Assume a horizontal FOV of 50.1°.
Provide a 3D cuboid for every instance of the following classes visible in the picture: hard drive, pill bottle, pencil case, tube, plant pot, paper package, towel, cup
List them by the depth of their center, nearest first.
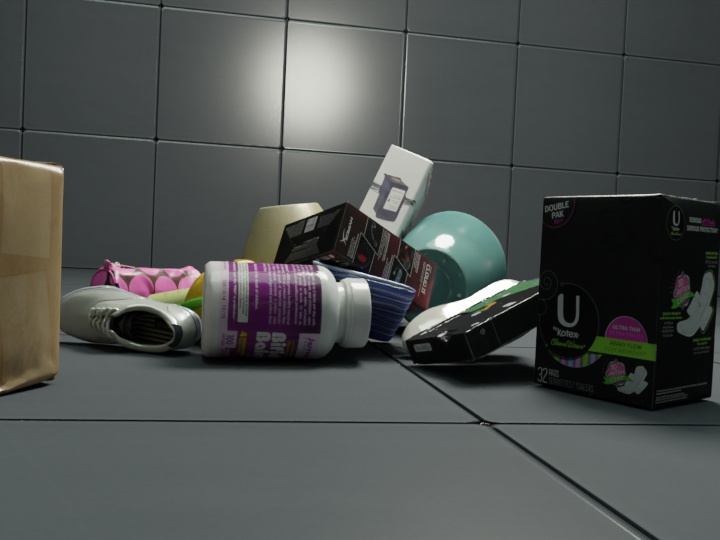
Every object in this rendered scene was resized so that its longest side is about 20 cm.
[{"bbox_3d":[-0.373,-0.003,0.697,0.186,0.205,0.103,2,1,21],"label":"paper package"},{"bbox_3d":[0.166,0.056,0.918,0.197,0.039,0.139,-25,3,-28],"label":"hard drive"},{"bbox_3d":[-0.090,0.049,0.923,0.195,0.115,0.112,2,2,-13],"label":"pill bottle"},{"bbox_3d":[-0.009,0.050,1.057,0.141,0.024,0.201,14,-24,-2],"label":"towel"},{"bbox_3d":[-0.220,0.042,1.152,0.195,0.053,0.059,-11,38,8],"label":"tube"},{"bbox_3d":[0.134,0.012,1.287,0.196,0.206,0.161,3,11,20],"label":"plant pot"},{"bbox_3d":[-0.114,-0.036,1.291,0.195,0.147,0.200,-6,4,0],"label":"cup"},{"bbox_3d":[-0.357,0.033,1.316,0.089,0.096,0.198,4,1,37],"label":"pencil case"}]

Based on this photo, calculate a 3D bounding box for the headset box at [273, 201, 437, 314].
[{"bbox_3d":[0.000,0.000,1.070,0.198,0.076,0.147,32,-29,-32],"label":"headset box"}]

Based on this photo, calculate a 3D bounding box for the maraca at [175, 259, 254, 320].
[{"bbox_3d":[-0.189,0.046,1.051,0.196,0.110,0.137,-12,-11,18],"label":"maraca"}]

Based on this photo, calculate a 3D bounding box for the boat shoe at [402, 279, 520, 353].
[{"bbox_3d":[0.143,0.077,1.035,0.197,0.070,0.072,-27,39,-27],"label":"boat shoe"}]

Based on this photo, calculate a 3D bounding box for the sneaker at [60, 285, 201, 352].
[{"bbox_3d":[-0.294,0.058,0.941,0.195,0.075,0.071,4,-1,12],"label":"sneaker"}]

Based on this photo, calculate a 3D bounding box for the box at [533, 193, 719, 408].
[{"bbox_3d":[0.279,0.026,0.811,0.122,0.205,0.147,2,2,-39],"label":"box"}]

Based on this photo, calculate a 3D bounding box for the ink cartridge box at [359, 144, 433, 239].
[{"bbox_3d":[0.049,-0.097,1.367,0.083,0.203,0.145,25,-13,7],"label":"ink cartridge box"}]
